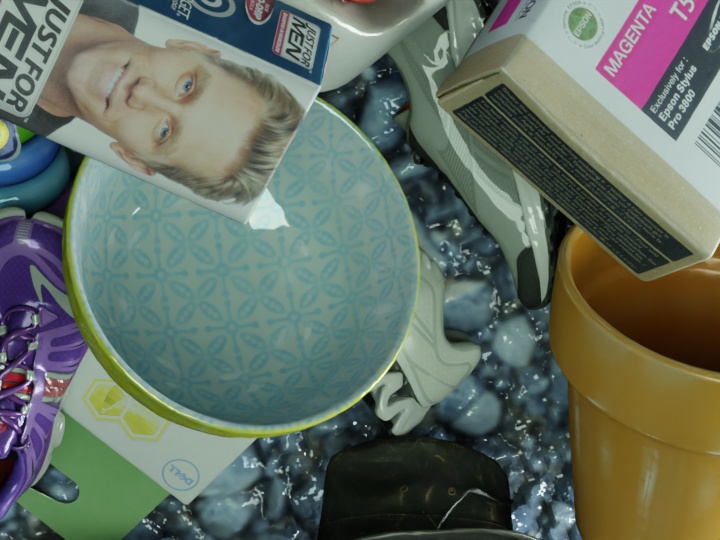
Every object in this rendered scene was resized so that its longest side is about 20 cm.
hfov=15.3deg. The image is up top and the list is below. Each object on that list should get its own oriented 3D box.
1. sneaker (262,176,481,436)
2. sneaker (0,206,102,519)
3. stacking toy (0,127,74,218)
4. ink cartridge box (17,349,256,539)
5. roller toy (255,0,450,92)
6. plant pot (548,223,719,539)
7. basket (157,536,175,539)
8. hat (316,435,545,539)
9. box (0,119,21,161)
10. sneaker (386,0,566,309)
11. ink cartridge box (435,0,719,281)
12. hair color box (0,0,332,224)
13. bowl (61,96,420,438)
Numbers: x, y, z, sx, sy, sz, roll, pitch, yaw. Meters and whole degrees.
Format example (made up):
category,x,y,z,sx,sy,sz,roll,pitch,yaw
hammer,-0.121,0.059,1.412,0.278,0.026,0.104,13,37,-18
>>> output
category,x,y,z,sx,sy,sz,roll,pitch,yaw
sneaker,0.000,0.000,1.574,0.081,0.075,0.200,-33,114,-1
sneaker,-0.191,0.059,1.493,0.080,0.084,0.201,12,119,0
stacking toy,-0.204,-0.092,1.490,0.085,0.086,0.201,-6,128,-1
ink cartridge box,-0.152,0.084,1.576,0.145,0.048,0.200,39,114,-14
roller toy,-0.036,-0.195,1.436,0.140,0.200,0.183,-37,90,27
plant pot,0.200,0.082,1.554,0.199,0.200,0.184,5,123,-4
basket,-0.170,0.260,1.586,0.199,0.177,0.140,-17,125,-10
hat,0.030,0.142,1.591,0.200,0.201,0.081,-1,75,-3
box,-0.253,-0.148,1.403,0.121,0.032,0.201,-8,109,3
sneaker,0.068,-0.070,1.556,0.079,0.074,0.201,-18,103,14
ink cartridge box,0.162,-0.123,1.484,0.165,0.075,0.200,40,65,-16
hair color box,-0.125,-0.113,1.358,0.199,0.061,0.100,23,126,-11
bowl,-0.077,0.003,1.463,0.199,0.108,0.201,6,72,-18
